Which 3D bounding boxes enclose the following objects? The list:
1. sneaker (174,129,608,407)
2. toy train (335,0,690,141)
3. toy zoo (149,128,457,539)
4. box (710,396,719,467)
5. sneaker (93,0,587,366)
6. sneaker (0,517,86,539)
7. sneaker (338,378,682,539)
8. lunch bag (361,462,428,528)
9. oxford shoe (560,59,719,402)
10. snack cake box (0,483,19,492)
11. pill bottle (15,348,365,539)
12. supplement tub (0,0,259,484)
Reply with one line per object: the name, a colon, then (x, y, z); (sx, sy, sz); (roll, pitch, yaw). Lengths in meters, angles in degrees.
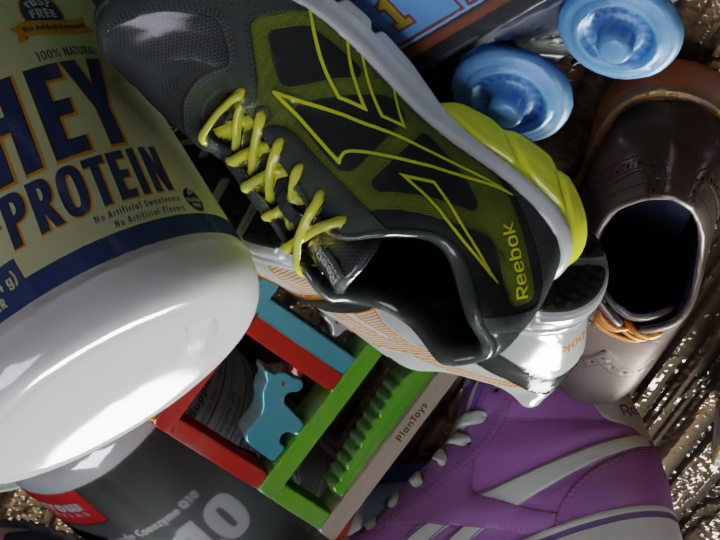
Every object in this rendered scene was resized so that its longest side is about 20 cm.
sneaker: (0.000, 0.000, 1.059); (0.199, 0.074, 0.080); (22, 142, 17)
toy train: (0.040, -0.107, 0.978); (0.114, 0.087, 0.200); (41, 134, -24)
toy zoo: (-0.048, 0.015, 1.137); (0.200, 0.020, 0.131); (35, 93, -27)
box: (0.266, 0.063, 1.164); (0.199, 0.042, 0.119); (14, 142, 1)
sneaker: (-0.011, -0.040, 0.946); (0.199, 0.085, 0.075); (30, 139, -4)
sneaker: (-0.177, 0.159, 1.231); (0.199, 0.082, 0.070); (7, 149, 33)
sneaker: (0.039, 0.107, 1.211); (0.200, 0.115, 0.073); (-15, 155, 0)
lunch bag: (0.045, 0.179, 1.334); (0.160, 0.083, 0.200); (-7, 138, 24)
oxford shoe: (0.106, 0.003, 1.092); (0.071, 0.073, 0.200); (10, 142, 2)
snack cake box: (-0.247, 0.032, 1.244); (0.115, 0.067, 0.200); (-15, 135, 33)
pill bottle: (-0.098, 0.076, 1.219); (0.114, 0.114, 0.200); (-18, 133, 33)
supplement tub: (-0.144, -0.036, 1.001); (0.200, 0.145, 0.145); (57, 142, 15)
